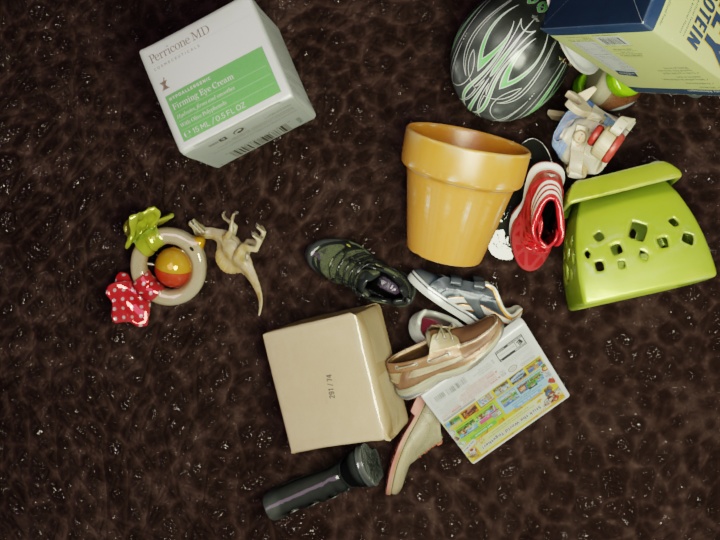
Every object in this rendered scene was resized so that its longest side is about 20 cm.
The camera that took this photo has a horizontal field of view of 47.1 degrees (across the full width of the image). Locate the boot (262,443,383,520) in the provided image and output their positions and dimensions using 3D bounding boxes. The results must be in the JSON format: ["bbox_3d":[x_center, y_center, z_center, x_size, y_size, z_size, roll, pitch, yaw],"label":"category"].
[{"bbox_3d":[-0.068,0.343,1.330,0.195,0.165,0.067,-18,71,6],"label":"boot"}]

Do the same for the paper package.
[{"bbox_3d":[-0.040,0.173,1.323,0.187,0.103,0.205,-14,91,26],"label":"paper package"}]

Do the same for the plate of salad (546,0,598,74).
[{"bbox_3d":[0.301,-0.380,1.179,0.047,0.198,0.206,-6,92,39],"label":"plate of salad"}]

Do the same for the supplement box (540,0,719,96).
[{"bbox_3d":[0.379,-0.328,1.052,0.196,0.199,0.137,21,93,-28],"label":"supplement box"}]

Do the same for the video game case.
[{"bbox_3d":[0.216,0.196,1.322,0.198,0.023,0.183,-36,120,4],"label":"video game case"}]

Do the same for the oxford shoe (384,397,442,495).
[{"bbox_3d":[0.097,0.282,1.357,0.073,0.070,0.204,22,94,-1],"label":"oxford shoe"}]

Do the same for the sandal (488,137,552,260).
[{"bbox_3d":[0.262,-0.114,1.342,0.073,0.045,0.205,19,93,4],"label":"sandal"}]

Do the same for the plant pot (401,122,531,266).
[{"bbox_3d":[0.149,-0.115,1.291,0.195,0.201,0.188,12,109,5],"label":"plant pot"}]

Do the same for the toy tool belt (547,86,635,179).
[{"bbox_3d":[0.322,-0.206,1.215,0.122,0.200,0.126,36,103,9],"label":"toy tool belt"}]

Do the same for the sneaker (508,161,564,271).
[{"bbox_3d":[0.264,-0.053,1.255,0.076,0.117,0.203,5,133,9],"label":"sneaker"}]

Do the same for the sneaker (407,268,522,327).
[{"bbox_3d":[0.172,0.039,1.340,0.198,0.079,0.080,33,99,-8],"label":"sneaker"}]

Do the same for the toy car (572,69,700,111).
[{"bbox_3d":[0.457,-0.304,1.272,0.195,0.164,0.162,19,93,-8],"label":"toy car"}]

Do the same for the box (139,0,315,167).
[{"bbox_3d":[-0.202,-0.290,1.302,0.195,0.200,0.175,-25,87,6],"label":"box"}]

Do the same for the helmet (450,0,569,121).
[{"bbox_3d":[0.231,-0.331,1.277,0.199,0.200,0.191,41,78,3],"label":"helmet"}]

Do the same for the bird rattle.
[{"bbox_3d":[-0.337,-0.002,1.371,0.158,0.113,0.206,9,94,-1],"label":"bird rattle"}]

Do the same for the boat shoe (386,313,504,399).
[{"bbox_3d":[0.126,0.120,1.259,0.197,0.076,0.073,-33,106,8],"label":"boat shoe"}]

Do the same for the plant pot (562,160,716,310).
[{"bbox_3d":[0.401,-0.051,1.261,0.195,0.199,0.186,-13,84,6],"label":"plant pot"}]

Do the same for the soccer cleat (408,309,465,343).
[{"bbox_3d":[0.166,0.126,1.330,0.196,0.087,0.071,26,71,4],"label":"soccer cleat"}]

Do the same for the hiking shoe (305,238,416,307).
[{"bbox_3d":[0.000,0.000,1.341,0.196,0.101,0.077,22,93,4],"label":"hiking shoe"}]

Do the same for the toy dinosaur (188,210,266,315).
[{"bbox_3d":[-0.200,-0.030,1.391,0.200,0.058,0.101,47,110,10],"label":"toy dinosaur"}]
